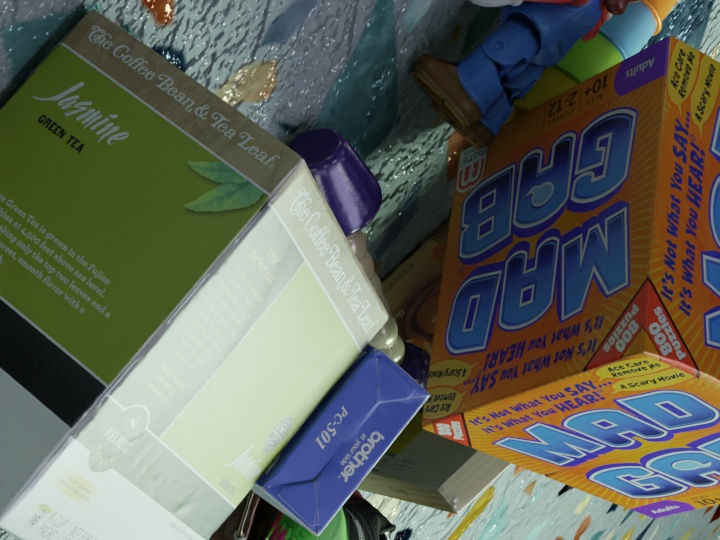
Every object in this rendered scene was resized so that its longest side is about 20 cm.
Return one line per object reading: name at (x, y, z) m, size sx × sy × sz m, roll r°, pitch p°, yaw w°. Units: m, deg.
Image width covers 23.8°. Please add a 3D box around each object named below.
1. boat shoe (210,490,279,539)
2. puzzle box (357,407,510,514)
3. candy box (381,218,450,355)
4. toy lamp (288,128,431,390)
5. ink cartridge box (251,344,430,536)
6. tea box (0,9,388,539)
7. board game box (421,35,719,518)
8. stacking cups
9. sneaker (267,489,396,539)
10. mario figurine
boat shoe at (-0.039, 0.099, 1.106) m, size 0.202 × 0.075 × 0.075 m, roll -56°, pitch 157°, yaw 4°
puzzle box at (0.071, 0.116, 1.251) m, size 0.133 × 0.025 × 0.200 m, roll -42°, pitch -168°, yaw -16°
candy box at (0.102, 0.011, 1.203) m, size 0.200 × 0.115 × 0.055 m, roll -42°, pitch 156°, yaw -26°
toy lamp at (0.000, 0.000, 1.016) m, size 0.058 × 0.058 × 0.200 m, roll -44°, pitch 138°, yaw -22°
ink cartridge box at (-0.042, 0.077, 0.955) m, size 0.094 × 0.044 × 0.200 m, roll -50°, pitch -160°, yaw -9°
tea box at (-0.109, 0.027, 0.790) m, size 0.197 × 0.134 × 0.200 m, roll -49°, pitch 158°, yaw -10°
board game box at (0.186, 0.015, 1.047) m, size 0.200 × 0.200 × 0.200 m, roll -26°, pitch -132°, yaw 51°
stacking cups at (0.172, -0.168, 1.176) m, size 0.200 × 0.060 × 0.061 m, roll -53°, pitch 158°, yaw -14°
sneaker at (-0.022, 0.176, 1.169) m, size 0.077 × 0.084 × 0.200 m, roll -47°, pitch -168°, yaw 8°
mario figurine at (0.113, -0.174, 1.053) m, size 0.200 × 0.106 × 0.123 m, roll -43°, pitch -167°, yaw -1°
